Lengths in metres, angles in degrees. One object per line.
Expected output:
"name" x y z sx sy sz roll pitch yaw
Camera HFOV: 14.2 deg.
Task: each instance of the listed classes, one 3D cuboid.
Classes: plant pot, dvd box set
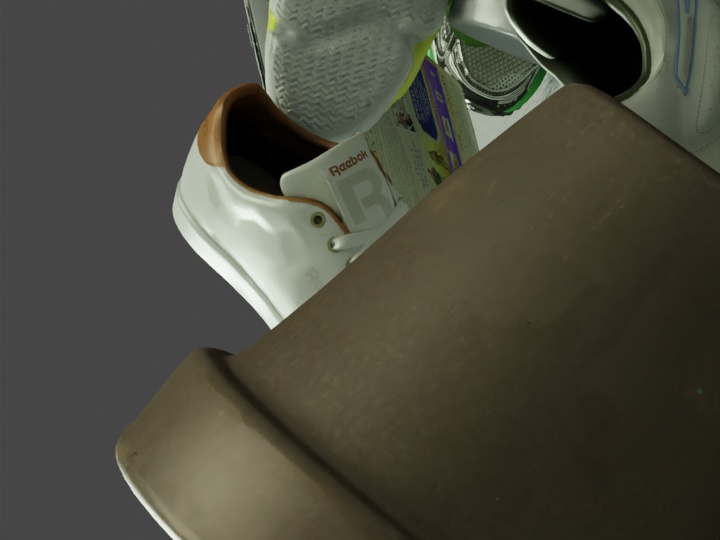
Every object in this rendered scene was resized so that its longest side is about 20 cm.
"plant pot" 0.054 0.045 0.853 0.175 0.200 0.200 -53 7 3
"dvd box set" 0.012 -0.055 1.362 0.200 0.029 0.147 32 -140 -59

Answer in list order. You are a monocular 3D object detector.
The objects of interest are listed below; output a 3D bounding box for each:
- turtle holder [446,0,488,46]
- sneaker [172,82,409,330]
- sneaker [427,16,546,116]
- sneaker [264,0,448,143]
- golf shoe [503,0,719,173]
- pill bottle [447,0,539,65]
"turtle holder" 0.060 -0.195 1.385 0.141 0.184 0.132 -51 -47 -51
"sneaker" 0.000 0.000 1.185 0.073 0.200 0.085 -33 -26 -38
"sneaker" 0.092 -0.181 1.610 0.085 0.078 0.201 133 156 -74
"sneaker" 0.008 -0.145 1.278 0.105 0.075 0.201 112 177 -83
"golf shoe" 0.091 -0.111 0.994 0.078 0.097 0.201 117 145 -44
"pill bottle" 0.115 -0.186 1.250 0.114 0.114 0.201 -161 91 -84
